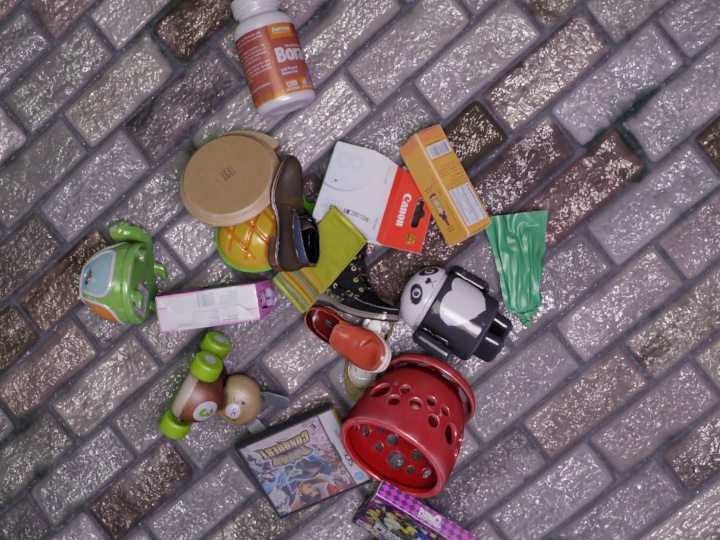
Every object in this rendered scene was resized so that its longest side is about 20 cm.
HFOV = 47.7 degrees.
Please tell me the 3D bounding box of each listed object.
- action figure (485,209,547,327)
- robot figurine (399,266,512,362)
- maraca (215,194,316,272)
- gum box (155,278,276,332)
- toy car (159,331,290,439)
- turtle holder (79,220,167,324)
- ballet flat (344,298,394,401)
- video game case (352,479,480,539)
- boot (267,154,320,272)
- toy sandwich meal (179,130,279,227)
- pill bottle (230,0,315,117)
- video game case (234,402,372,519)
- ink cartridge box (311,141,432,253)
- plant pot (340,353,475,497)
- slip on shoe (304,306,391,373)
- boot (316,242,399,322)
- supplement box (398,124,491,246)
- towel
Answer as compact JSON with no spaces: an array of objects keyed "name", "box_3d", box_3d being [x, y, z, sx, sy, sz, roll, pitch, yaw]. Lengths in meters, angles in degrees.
[{"name":"action figure","box_3d":[0.284,0.000,1.448,0.116,0.055,0.203,-6,90,5]},{"name":"robot figurine","box_3d":[0.165,0.077,1.431,0.199,0.150,0.126,31,109,6]},{"name":"maraca","box_3d":[-0.164,-0.070,1.471,0.197,0.107,0.139,-14,80,0]},{"name":"gum box","box_3d":[-0.258,0.061,1.487,0.197,0.113,0.067,-8,94,8]},{"name":"toy car","box_3d":[-0.237,0.242,1.492,0.198,0.158,0.165,28,110,-8]},{"name":"turtle holder","box_3d":[-0.440,0.004,1.492,0.130,0.141,0.188,0,96,8]},{"name":"ballet flat","box_3d":[0.014,0.148,1.487,0.070,0.071,0.202,19,97,5]},{"name":"video game case","box_3d":[0.095,0.466,1.459,0.199,0.182,0.036,31,55,3]},{"name":"boot","box_3d":[-0.101,-0.096,1.385,0.096,0.074,0.203,5,92,45]},{"name":"toy sandwich meal","box_3d":[-0.226,-0.160,1.450,0.202,0.070,0.208,-3,65,7]},{"name":"pill bottle","box_3d":[-0.159,-0.384,1.441,0.111,0.112,0.202,-18,93,8]},{"name":"video game case","box_3d":[-0.103,0.356,1.506,0.198,0.026,0.182,-24,113,8]},{"name":"ink cartridge box","box_3d":[0.029,-0.129,1.436,0.197,0.047,0.162,14,66,7]},{"name":"plant pot","box_3d":[0.088,0.256,1.404,0.199,0.201,0.183,31,53,3]},{"name":"slip on shoe","box_3d":[-0.026,0.121,1.445,0.199,0.061,0.075,32,101,36]},{"name":"boot","box_3d":[-0.002,0.000,1.442,0.202,0.073,0.156,18,94,39]},{"name":"supplement box","box_3d":[0.148,-0.148,1.430,0.068,0.066,0.202,-23,85,-31]},{"name":"towel","box_3d":[-0.074,-0.016,1.419,0.086,0.018,0.200,44,122,3]}]
